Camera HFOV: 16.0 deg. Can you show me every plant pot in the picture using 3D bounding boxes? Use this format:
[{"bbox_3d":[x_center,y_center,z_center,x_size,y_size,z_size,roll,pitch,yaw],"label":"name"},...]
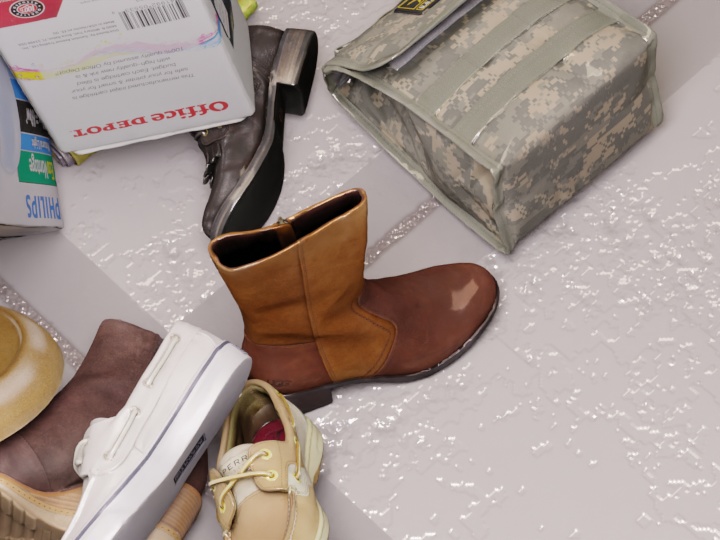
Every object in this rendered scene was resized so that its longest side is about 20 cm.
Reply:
[{"bbox_3d":[-0.292,0.069,1.661,0.199,0.028,0.200,-7,28,3],"label":"plant pot"}]

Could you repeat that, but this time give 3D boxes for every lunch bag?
[{"bbox_3d":[0.088,-0.140,1.797,0.164,0.118,0.200,-39,56,-18],"label":"lunch bag"}]

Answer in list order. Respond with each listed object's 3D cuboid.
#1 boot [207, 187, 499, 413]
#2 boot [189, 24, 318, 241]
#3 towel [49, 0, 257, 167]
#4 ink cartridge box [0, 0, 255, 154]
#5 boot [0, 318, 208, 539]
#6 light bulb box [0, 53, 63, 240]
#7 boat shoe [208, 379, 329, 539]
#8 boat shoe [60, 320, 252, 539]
[{"bbox_3d":[0.000,0.000,1.665,0.187,0.200,0.069,-17,57,-5],"label":"boot"},{"bbox_3d":[-0.133,-0.114,1.823,0.173,0.069,0.201,13,60,11],"label":"boot"},{"bbox_3d":[-0.190,-0.172,1.898,0.200,0.023,0.144,-40,62,-18],"label":"towel"},{"bbox_3d":[-0.166,-0.175,1.713,0.145,0.200,0.083,-11,59,8],"label":"ink cartridge box"},{"bbox_3d":[-0.193,0.103,1.681,0.199,0.072,0.167,20,52,-8],"label":"boot"},{"bbox_3d":[-0.294,-0.115,1.723,0.124,0.198,0.201,-10,90,7],"label":"light bulb box"},{"bbox_3d":[-0.065,0.138,1.614,0.074,0.066,0.200,-32,23,12],"label":"boat shoe"},{"bbox_3d":[-0.146,0.118,1.606,0.065,0.072,0.200,30,72,12],"label":"boat shoe"}]
